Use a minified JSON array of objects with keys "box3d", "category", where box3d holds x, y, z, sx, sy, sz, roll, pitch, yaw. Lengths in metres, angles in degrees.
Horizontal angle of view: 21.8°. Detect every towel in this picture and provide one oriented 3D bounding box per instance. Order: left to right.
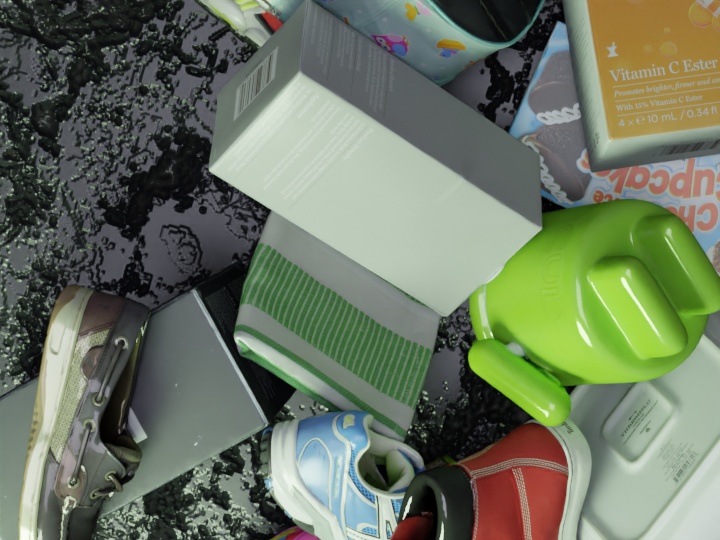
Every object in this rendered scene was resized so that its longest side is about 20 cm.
[{"box3d":[0.000,0.000,1.258,0.152,0.023,0.201,33,58,-22],"category":"towel"}]

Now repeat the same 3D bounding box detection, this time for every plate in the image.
[{"box3d":[0.195,0.107,1.248,0.032,0.200,0.200,32,100,-32],"category":"plate"}]

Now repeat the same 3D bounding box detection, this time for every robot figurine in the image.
[{"box3d":[0.148,0.016,1.223,0.175,0.200,0.116,-44,106,-26],"category":"robot figurine"}]

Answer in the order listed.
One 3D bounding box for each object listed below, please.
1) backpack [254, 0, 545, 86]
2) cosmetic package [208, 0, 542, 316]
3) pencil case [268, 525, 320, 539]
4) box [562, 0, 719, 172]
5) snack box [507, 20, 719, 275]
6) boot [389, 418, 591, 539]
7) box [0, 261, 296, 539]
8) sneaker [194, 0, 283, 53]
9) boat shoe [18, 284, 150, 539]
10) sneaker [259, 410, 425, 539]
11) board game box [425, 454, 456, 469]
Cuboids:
[{"box3d":[0.025,-0.220,1.233,0.199,0.177,0.153,35,139,-16],"category":"backpack"},{"box3d":[0.013,-0.069,1.204,0.199,0.091,0.107,31,127,-25],"category":"cosmetic package"},{"box3d":[-0.027,0.278,1.338,0.088,0.088,0.201,-28,92,8],"category":"pencil case"},{"box3d":[0.201,-0.179,1.235,0.123,0.098,0.202,-8,81,-1],"category":"box"},{"box3d":[0.204,-0.080,1.301,0.199,0.037,0.117,24,98,3],"category":"snack box"},{"box3d":[0.075,0.201,1.226,0.144,0.072,0.201,-20,125,-32],"category":"boot"},{"box3d":[-0.155,0.093,1.283,0.199,0.182,0.105,-29,93,9],"category":"box"},{"box3d":[-0.051,-0.189,1.301,0.200,0.077,0.085,42,90,-1],"category":"sneaker"},{"box3d":[-0.168,0.112,1.160,0.064,0.072,0.202,7,91,10],"category":"boat shoe"},{"box3d":[0.016,0.164,1.229,0.077,0.076,0.200,-22,132,25],"category":"sneaker"},{"box3d":[0.063,0.246,1.333,0.101,0.048,0.201,-26,93,-5],"category":"board game box"}]
